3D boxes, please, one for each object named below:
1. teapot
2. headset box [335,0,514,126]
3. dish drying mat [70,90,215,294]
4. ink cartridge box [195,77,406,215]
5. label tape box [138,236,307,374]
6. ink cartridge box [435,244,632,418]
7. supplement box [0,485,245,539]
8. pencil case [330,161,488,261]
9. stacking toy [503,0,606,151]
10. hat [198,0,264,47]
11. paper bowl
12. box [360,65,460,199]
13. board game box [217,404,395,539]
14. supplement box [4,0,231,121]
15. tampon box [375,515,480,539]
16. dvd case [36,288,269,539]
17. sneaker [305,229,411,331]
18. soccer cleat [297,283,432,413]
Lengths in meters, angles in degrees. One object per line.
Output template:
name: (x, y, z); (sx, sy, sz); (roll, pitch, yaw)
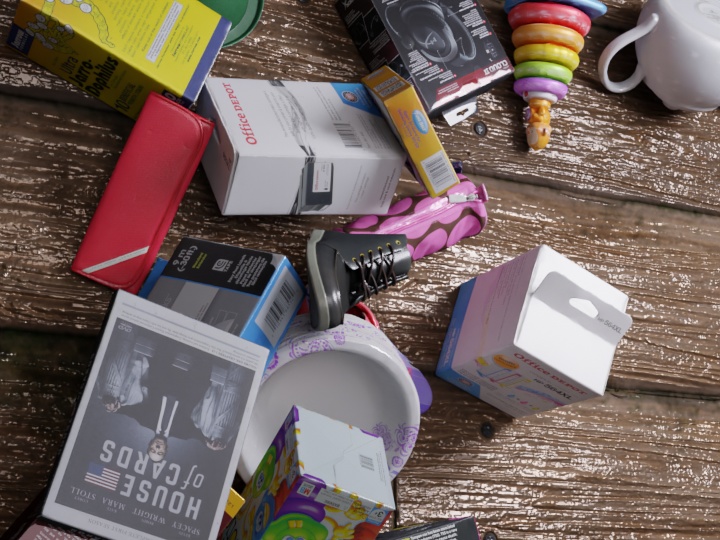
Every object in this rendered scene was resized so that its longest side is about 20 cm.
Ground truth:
teapot: (0.446, -0.284, 1.577); (0.198, 0.147, 0.197); (33, 39, 12)
headset box: (0.084, -0.276, 1.427); (0.148, 0.077, 0.202); (-29, 91, -29)
dish drying mat: (-0.224, -0.077, 1.203); (0.076, 0.018, 0.203); (25, 93, -11)
ink cartridge box: (-0.071, -0.136, 1.273); (0.197, 0.085, 0.146); (-1, 41, -26)
label tape box: (-0.170, 0.045, 1.148); (0.145, 0.197, 0.066); (-62, 146, -25)
ink cartridge box: (0.197, 0.071, 1.316); (0.127, 0.200, 0.127); (28, 65, -16)
supplement box: (-0.240, 0.251, 1.052); (0.133, 0.197, 0.201); (44, 61, -8)
pencil case: (0.053, -0.046, 1.338); (0.198, 0.093, 0.092); (-28, 99, -28)
stacking toy: (0.235, -0.254, 1.495); (0.108, 0.116, 0.204); (10, 85, -23)
hat: (-0.167, -0.362, 1.267); (0.198, 0.176, 0.168); (30, 65, -16)
paper bowl: (-0.045, 0.139, 1.204); (0.197, 0.105, 0.204); (-5, 115, -11)
box: (0.052, -0.162, 1.313); (0.041, 0.200, 0.120); (-28, 109, 3)
board game box: (-0.063, 0.251, 1.130); (0.102, 0.202, 0.105); (22, 25, -19)
supplement box: (-0.256, -0.251, 1.232); (0.198, 0.109, 0.111); (30, 65, -16)
tampon box: (0.057, 0.368, 1.194); (0.124, 0.150, 0.204); (-9, 80, -27)
dvd case: (-0.172, 0.135, 0.993); (0.148, 0.025, 0.203); (23, 65, -19)
sneaker: (0.000, 0.000, 1.168); (0.104, 0.200, 0.076); (-3, 110, 1)
soccer cleat: (0.010, 0.087, 1.290); (0.200, 0.076, 0.067); (45, 62, -9)
